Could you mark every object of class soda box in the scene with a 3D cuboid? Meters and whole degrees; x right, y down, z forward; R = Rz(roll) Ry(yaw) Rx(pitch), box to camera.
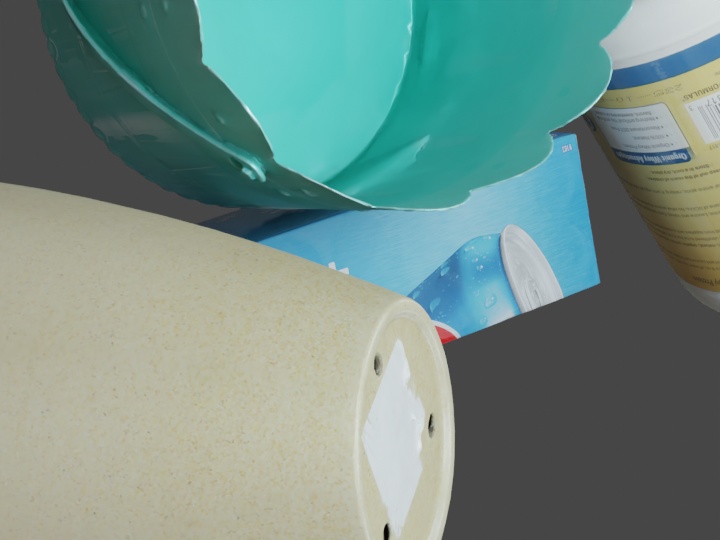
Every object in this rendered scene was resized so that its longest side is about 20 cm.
[{"bbox_3d":[0.000,0.000,1.012,0.199,0.064,0.068,-20,106,-32],"label":"soda box"}]

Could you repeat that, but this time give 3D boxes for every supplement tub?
[{"bbox_3d":[0.176,-0.071,1.082,0.145,0.144,0.200,-45,118,-23],"label":"supplement tub"}]

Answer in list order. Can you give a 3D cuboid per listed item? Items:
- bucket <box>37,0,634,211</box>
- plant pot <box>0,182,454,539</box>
[{"bbox_3d":[-0.015,-0.116,0.932,0.206,0.135,0.208,3,84,-34],"label":"bucket"},{"bbox_3d":[-0.077,0.057,0.835,0.187,0.199,0.188,0,90,-68],"label":"plant pot"}]
